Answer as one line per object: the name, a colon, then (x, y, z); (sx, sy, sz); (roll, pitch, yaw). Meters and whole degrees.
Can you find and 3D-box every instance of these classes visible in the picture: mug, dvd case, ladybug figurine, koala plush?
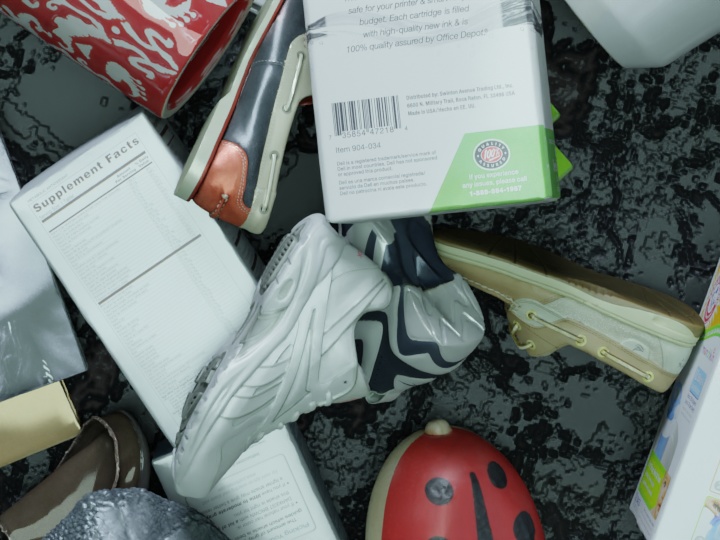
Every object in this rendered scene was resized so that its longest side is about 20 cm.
mug: (-0.166, -0.216, 1.420); (0.199, 0.133, 0.178); (37, 112, 3)
dvd case: (-0.290, 0.000, 1.510); (0.148, 0.016, 0.202); (-20, 95, 2)
mug: (0.203, -0.226, 1.465); (0.153, 0.187, 0.149); (-40, 130, 13)
ladybug figurine: (0.074, 0.203, 1.524); (0.135, 0.072, 0.202); (-16, 94, -23)
koala plush: (-0.160, 0.263, 1.484); (0.176, 0.200, 0.185); (-8, 62, -21)

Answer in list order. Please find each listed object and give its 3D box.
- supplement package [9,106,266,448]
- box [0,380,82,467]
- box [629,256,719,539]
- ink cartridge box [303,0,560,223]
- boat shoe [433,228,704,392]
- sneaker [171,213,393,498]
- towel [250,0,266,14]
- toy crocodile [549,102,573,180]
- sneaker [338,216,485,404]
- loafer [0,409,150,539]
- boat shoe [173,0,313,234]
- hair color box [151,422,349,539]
supplement package: (-0.132, 0.000, 1.486); (0.113, 0.110, 0.201); (-33, 98, 3)
box: (-0.316, 0.076, 1.538); (0.199, 0.021, 0.165); (-22, 98, 3)
box: (0.270, 0.100, 1.509); (0.101, 0.113, 0.202); (19, 97, -3)
ink cartridge box: (0.044, -0.137, 1.390); (0.144, 0.084, 0.202); (-5, 90, 10)
boat shoe: (0.134, 0.029, 1.515); (0.198, 0.074, 0.067); (21, 105, 4)
sneaker: (-0.046, 0.070, 1.408); (0.099, 0.078, 0.201); (32, 96, -11)
towel: (-0.024, -0.256, 1.490); (0.199, 0.032, 0.192); (26, 97, -6)
toy crocodile: (0.072, -0.123, 1.491); (0.068, 0.062, 0.200); (-46, 118, 7)
sneaker: (0.000, 0.000, 1.506); (0.130, 0.079, 0.200); (-45, 66, 41)
loafer: (-0.214, 0.185, 1.519); (0.071, 0.073, 0.201); (23, 100, -43)
boat shoe: (-0.056, -0.119, 1.434); (0.062, 0.071, 0.201); (26, 66, -8)
hair color box: (-0.060, 0.197, 1.543); (0.098, 0.061, 0.201); (-23, 98, 3)
